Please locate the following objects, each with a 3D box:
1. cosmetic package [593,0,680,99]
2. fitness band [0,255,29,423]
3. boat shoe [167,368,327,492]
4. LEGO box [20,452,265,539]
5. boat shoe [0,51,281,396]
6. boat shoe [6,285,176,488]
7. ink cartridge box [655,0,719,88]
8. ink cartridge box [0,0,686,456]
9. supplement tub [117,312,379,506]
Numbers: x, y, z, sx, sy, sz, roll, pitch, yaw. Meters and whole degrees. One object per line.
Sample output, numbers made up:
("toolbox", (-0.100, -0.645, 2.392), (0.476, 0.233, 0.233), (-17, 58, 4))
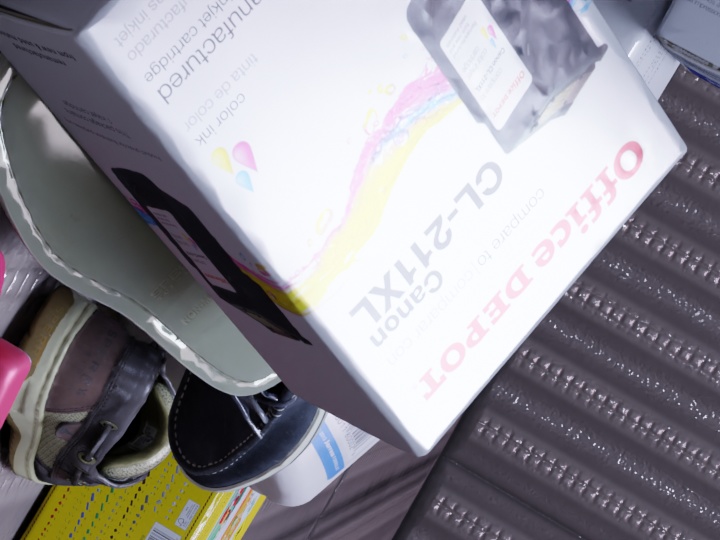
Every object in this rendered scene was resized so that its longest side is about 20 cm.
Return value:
("cosmetic package", (0.087, -0.176, 1.149), (0.165, 0.165, 0.200), (-60, 171, 2))
("fitness band", (-0.174, 0.076, 0.873), (0.200, 0.037, 0.144), (-63, 169, 13))
("boat shoe", (-0.036, 0.024, 1.032), (0.062, 0.075, 0.200), (-9, 153, -37))
("LEGO box", (-0.109, 0.127, 1.327), (0.200, 0.077, 0.149), (-59, 172, -6))
("boat shoe", (-0.082, -0.026, 0.900), (0.072, 0.061, 0.201), (-42, 140, -3))
("boat shoe", (-0.112, 0.066, 1.137), (0.073, 0.065, 0.200), (-59, 172, -11))
("ink cartridge box", (0.191, -0.170, 1.092), (0.200, 0.043, 0.196), (-61, 171, 7))
("ink cartridge box", (-0.005, -0.062, 0.829), (0.146, 0.083, 0.200), (-49, 125, -14))
("supplement tub", (0.000, 0.000, 1.203), (0.200, 0.132, 0.132), (-41, 167, -14))
